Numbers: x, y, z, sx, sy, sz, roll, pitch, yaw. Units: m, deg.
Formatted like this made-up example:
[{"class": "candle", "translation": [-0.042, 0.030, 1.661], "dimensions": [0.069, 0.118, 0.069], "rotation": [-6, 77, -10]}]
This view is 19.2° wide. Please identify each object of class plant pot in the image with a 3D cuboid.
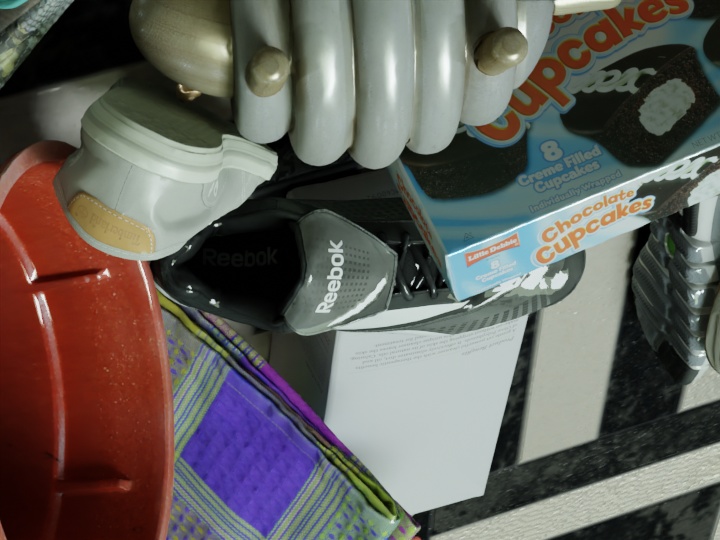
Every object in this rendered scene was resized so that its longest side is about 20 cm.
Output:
[{"class": "plant pot", "translation": [-0.201, 0.058, 0.858], "dimensions": [0.195, 0.201, 0.201], "rotation": [-6, 149, 15]}]

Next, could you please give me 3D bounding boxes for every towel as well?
[{"class": "towel", "translation": [-0.079, 0.096, 1.024], "dimensions": [0.023, 0.200, 0.144], "rotation": [-32, 162, -54]}]

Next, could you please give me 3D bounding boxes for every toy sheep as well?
[{"class": "toy sheep", "translation": [0.008, -0.103, 0.850], "dimensions": [0.200, 0.138, 0.138], "rotation": [-1, 141, -7]}]

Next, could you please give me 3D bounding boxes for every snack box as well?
[{"class": "snack box", "translation": [0.108, -0.075, 0.911], "dimensions": [0.200, 0.116, 0.037], "rotation": [-23, 143, -5]}]

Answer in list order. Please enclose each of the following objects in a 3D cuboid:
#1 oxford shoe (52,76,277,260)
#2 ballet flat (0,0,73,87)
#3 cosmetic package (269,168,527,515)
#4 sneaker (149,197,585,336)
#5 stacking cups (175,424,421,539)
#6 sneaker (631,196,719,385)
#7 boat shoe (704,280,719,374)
[{"class": "oxford shoe", "translation": [-0.081, -0.040, 0.866], "dimensions": [0.200, 0.075, 0.058], "rotation": [-52, 166, -81]}, {"class": "ballet flat", "translation": [-0.143, -0.110, 0.817], "dimensions": [0.072, 0.072, 0.200], "rotation": [18, 127, -45]}, {"class": "cosmetic package", "translation": [0.016, 0.043, 1.091], "dimensions": [0.108, 0.085, 0.200], "rotation": [-12, 144, -18]}, {"class": "sneaker", "translation": [0.000, 0.000, 0.932], "dimensions": [0.200, 0.066, 0.091], "rotation": [2, -173, 1]}, {"class": "stacking cups", "translation": [-0.028, 0.111, 1.051], "dimensions": [0.061, 0.200, 0.061], "rotation": [-48, 166, -16]}, {"class": "sneaker", "translation": [0.214, -0.019, 1.147], "dimensions": [0.115, 0.075, 0.200], "rotation": [-20, 145, -12]}, {"class": "boat shoe", "translation": [0.224, -0.014, 1.066], "dimensions": [0.072, 0.065, 0.200], "rotation": [-9, 127, -26]}]
